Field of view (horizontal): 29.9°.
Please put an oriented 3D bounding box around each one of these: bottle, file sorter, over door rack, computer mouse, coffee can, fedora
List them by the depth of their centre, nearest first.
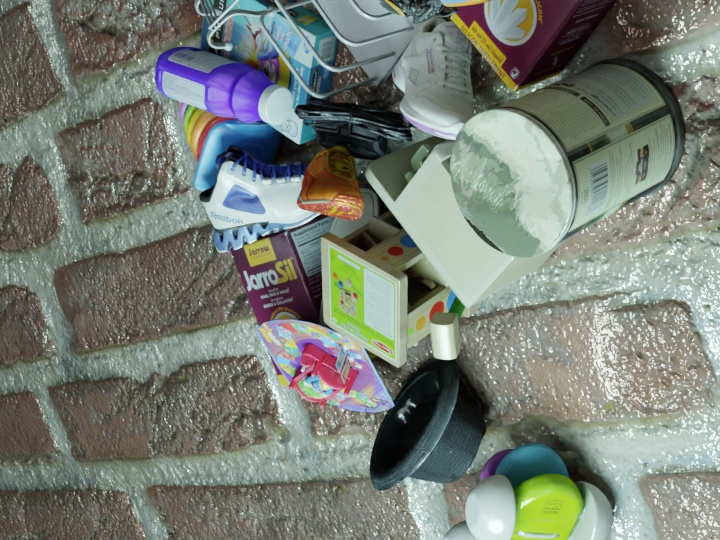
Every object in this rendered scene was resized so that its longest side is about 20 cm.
[{"bbox_3d":[0.205,-0.114,1.334,0.146,0.199,0.148,23,124,38],"label":"coffee can"},{"bbox_3d":[-0.008,-0.310,1.518,0.139,0.124,0.200,54,139,12],"label":"file sorter"},{"bbox_3d":[-0.004,-0.173,1.580,0.137,0.200,0.053,12,85,0],"label":"computer mouse"},{"bbox_3d":[-0.130,-0.379,1.611,0.200,0.066,0.149,-50,45,28],"label":"over door rack"},{"bbox_3d":[0.092,0.207,1.674,0.091,0.202,0.201,30,139,-12],"label":"fedora"},{"bbox_3d":[-0.169,-0.229,1.687,0.199,0.083,0.066,23,117,37],"label":"bottle"}]

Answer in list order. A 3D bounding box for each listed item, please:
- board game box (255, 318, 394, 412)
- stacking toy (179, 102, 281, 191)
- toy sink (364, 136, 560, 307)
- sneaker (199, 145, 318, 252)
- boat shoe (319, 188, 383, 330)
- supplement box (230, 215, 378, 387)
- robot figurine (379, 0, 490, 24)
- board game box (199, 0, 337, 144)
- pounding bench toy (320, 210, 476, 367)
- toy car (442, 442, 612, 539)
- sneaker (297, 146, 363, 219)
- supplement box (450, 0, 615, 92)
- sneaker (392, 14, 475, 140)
[{"bbox_3d":[-0.051,0.135,1.678,0.157,0.039,0.201,8,146,28],"label":"board game box"},{"bbox_3d":[-0.201,-0.203,1.809,0.200,0.115,0.110,50,130,37],"label":"stacking toy"},{"bbox_3d":[0.124,-0.086,1.489,0.201,0.130,0.112,53,138,14],"label":"toy sink"},{"bbox_3d":[-0.123,-0.108,1.694,0.198,0.081,0.116,-23,113,17],"label":"sneaker"},{"bbox_3d":[0.000,0.000,1.690,0.074,0.062,0.202,4,86,39],"label":"boat shoe"},{"bbox_3d":[-0.066,0.037,1.769,0.130,0.103,0.202,-15,98,49],"label":"supplement box"},{"bbox_3d":[0.081,-0.321,1.325,0.198,0.058,0.147,0,101,37],"label":"robot figurine"},{"bbox_3d":[-0.121,-0.275,1.713,0.199,0.047,0.152,34,131,30],"label":"board game box"},{"bbox_3d":[0.078,0.018,1.562,0.199,0.155,0.125,29,135,36],"label":"pounding bench toy"},{"bbox_3d":[0.190,0.288,1.609,0.151,0.173,0.201,-101,24,-43],"label":"toy car"},{"bbox_3d":[-0.035,-0.103,1.542,0.200,0.072,0.078,-135,59,-74],"label":"sneaker"},{"bbox_3d":[0.192,-0.291,1.346,0.111,0.085,0.200,51,137,15],"label":"supplement box"},{"bbox_3d":[0.084,-0.211,1.456,0.100,0.074,0.201,-64,25,26],"label":"sneaker"}]
